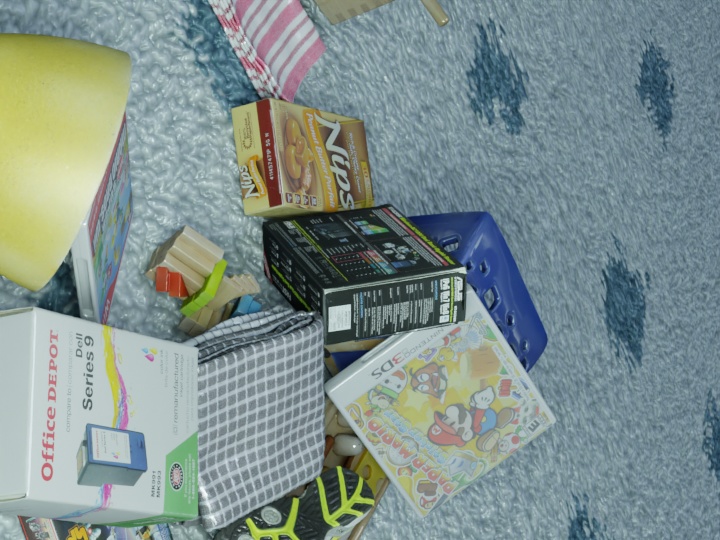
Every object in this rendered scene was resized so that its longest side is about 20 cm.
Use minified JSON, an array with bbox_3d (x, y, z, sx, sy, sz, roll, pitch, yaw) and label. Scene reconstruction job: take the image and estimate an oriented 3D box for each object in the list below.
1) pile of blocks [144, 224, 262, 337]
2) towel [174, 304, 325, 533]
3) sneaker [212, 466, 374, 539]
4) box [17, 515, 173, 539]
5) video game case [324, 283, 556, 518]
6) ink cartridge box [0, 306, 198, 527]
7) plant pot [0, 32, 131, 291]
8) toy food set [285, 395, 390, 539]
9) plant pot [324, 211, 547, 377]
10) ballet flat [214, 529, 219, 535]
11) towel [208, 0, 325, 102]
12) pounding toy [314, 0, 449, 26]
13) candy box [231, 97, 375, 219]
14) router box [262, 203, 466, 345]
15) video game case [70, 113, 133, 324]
[{"bbox_3d":[-0.133,0.049,1.503,0.200,0.082,0.062,56,36,-36],"label":"pile of blocks"},{"bbox_3d":[-0.108,0.134,1.441,0.200,0.085,0.167,-22,118,-51],"label":"towel"},{"bbox_3d":[-0.066,0.254,1.486,0.199,0.077,0.075,-15,56,-47],"label":"sneaker"},{"bbox_3d":[-0.229,0.190,1.329,0.137,0.040,0.201,-36,112,-57],"label":"box"},{"bbox_3d":[0.085,0.138,1.637,0.200,0.182,0.023,55,-1,-29],"label":"video game case"},{"bbox_3d":[-0.220,0.120,1.244,0.200,0.087,0.146,20,64,-53],"label":"ink cartridge box"},{"bbox_3d":[-0.281,-0.101,1.212,0.141,0.200,0.201,21,57,-21],"label":"plant pot"},{"bbox_3d":[-0.009,0.228,1.652,0.200,0.060,0.144,-57,131,-32],"label":"toy food set"},{"bbox_3d":[0.066,0.070,1.741,0.201,0.199,0.180,62,41,-29],"label":"plant pot"},{"bbox_3d":[-0.088,0.333,1.506,0.069,0.069,0.201,-12,91,-61],"label":"ballet flat"},{"bbox_3d":[-0.105,-0.288,1.717,0.201,0.030,0.147,61,33,-29],"label":"towel"},{"bbox_3d":[0.000,-0.381,1.792,0.184,0.141,0.201,50,32,-41],"label":"pounding toy"},{"bbox_3d":[-0.059,-0.114,1.715,0.200,0.055,0.116,4,77,-60],"label":"candy box"},{"bbox_3d":[0.000,0.000,1.590,0.200,0.149,0.063,-134,-141,-60],"label":"router box"},{"bbox_3d":[-0.218,-0.046,1.338,0.200,0.017,0.144,100,-1,-59],"label":"video game case"}]
